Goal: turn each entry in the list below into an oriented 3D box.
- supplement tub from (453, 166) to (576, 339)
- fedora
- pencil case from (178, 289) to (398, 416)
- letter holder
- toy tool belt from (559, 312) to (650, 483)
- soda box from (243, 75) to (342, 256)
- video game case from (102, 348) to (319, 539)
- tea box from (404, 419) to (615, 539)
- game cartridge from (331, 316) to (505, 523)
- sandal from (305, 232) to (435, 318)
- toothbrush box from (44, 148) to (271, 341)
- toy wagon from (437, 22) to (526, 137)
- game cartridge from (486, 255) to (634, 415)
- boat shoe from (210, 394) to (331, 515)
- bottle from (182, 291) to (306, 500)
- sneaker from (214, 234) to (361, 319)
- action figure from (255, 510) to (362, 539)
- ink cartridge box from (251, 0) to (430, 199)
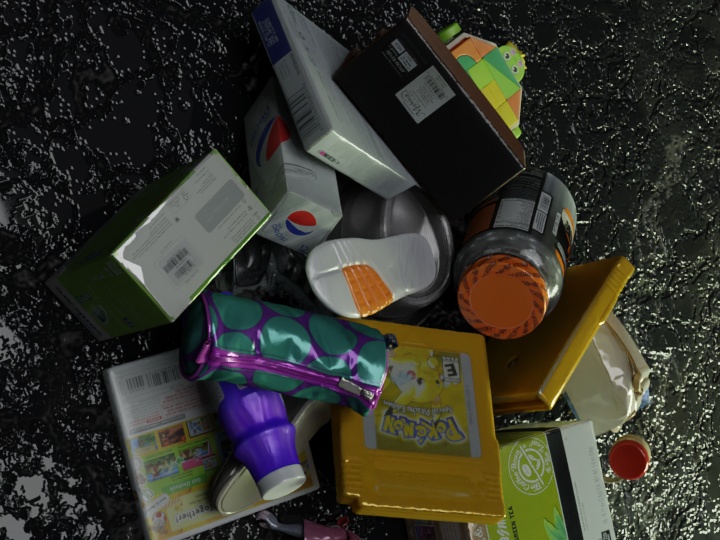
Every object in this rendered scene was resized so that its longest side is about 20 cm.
[{"bbox_3d":[0.170,-0.019,1.524,0.123,0.122,0.201,48,33,-16],"label":"supplement tub"},{"bbox_3d":[0.038,-0.034,1.509,0.175,0.090,0.203,-5,85,-31],"label":"fedora"},{"bbox_3d":[-0.069,0.077,1.281,0.198,0.093,0.086,13,111,-25],"label":"pencil case"},{"bbox_3d":[0.080,-0.177,1.481,0.200,0.100,0.142,50,19,-12],"label":"letter holder"},{"bbox_3d":[0.287,0.136,1.612,0.201,0.124,0.123,61,22,0],"label":"toy tool belt"},{"bbox_3d":[-0.071,-0.109,1.409,0.068,0.064,0.201,23,34,-26],"label":"soda box"},{"bbox_3d":[-0.149,0.164,1.407,0.198,0.023,0.184,-15,90,-33],"label":"video game case"},{"bbox_3d":[0.163,0.283,1.511,0.195,0.133,0.202,-12,89,-30],"label":"tea box"},{"bbox_3d":[0.055,0.150,1.388,0.174,0.032,0.202,8,57,-21],"label":"game cartridge"},{"bbox_3d":[0.002,0.008,1.400,0.206,0.059,0.080,-9,84,-53],"label":"sandal"},{"bbox_3d":[-0.195,-0.020,1.303,0.086,0.199,0.146,49,62,-16],"label":"toothbrush box"},{"bbox_3d":[0.134,-0.214,1.623,0.200,0.039,0.156,-39,103,-29],"label":"toy wagon"},{"bbox_3d":[0.202,0.076,1.541,0.032,0.176,0.201,45,64,-16],"label":"game cartridge"},{"bbox_3d":[-0.090,0.166,1.406,0.200,0.057,0.067,-45,142,-25],"label":"boat shoe"},{"bbox_3d":[-0.112,0.122,1.339,0.065,0.084,0.201,-21,68,-11],"label":"bottle"},{"bbox_3d":[-0.085,0.015,1.440,0.113,0.075,0.201,-32,94,-30],"label":"sneaker"},{"bbox_3d":[-0.030,0.307,1.382,0.135,0.148,0.200,64,25,-21],"label":"action figure"},{"bbox_3d":[-0.018,-0.172,1.454,0.199,0.043,0.198,30,31,-51],"label":"ink cartridge box"}]
